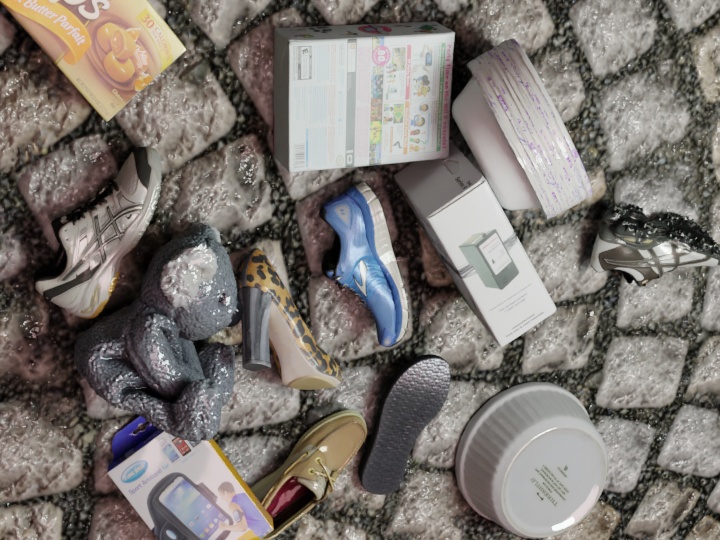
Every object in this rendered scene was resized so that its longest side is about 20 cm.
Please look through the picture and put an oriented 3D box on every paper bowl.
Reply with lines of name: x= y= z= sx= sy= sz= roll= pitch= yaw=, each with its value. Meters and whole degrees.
paper bowl: x=0.176 y=-0.151 z=1.600 sx=0.103 sy=0.201 sz=0.202 roll=-29 pitch=119 yaw=5

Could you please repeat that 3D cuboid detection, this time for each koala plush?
koala plush: x=-0.202 y=0.049 z=1.533 sx=0.182 sy=0.178 sz=0.202 roll=22 pitch=104 yaw=-4

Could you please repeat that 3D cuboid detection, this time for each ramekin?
ramekin: x=0.232 y=0.255 z=1.835 sx=0.199 sy=0.094 sz=0.205 roll=-8 pitch=112 yaw=-21

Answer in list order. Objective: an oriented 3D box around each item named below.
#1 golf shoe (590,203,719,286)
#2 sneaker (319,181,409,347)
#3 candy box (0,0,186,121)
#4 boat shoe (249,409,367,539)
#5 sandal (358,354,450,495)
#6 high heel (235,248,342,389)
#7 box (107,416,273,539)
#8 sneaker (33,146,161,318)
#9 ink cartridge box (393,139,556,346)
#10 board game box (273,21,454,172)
golf shoe: x=0.380 y=-0.024 z=1.818 sx=0.197 sy=0.078 sz=0.095 roll=12 pitch=122 yaw=-25
sneaker: x=0.000 y=0.000 z=1.661 sx=0.088 sy=0.079 sz=0.203 roll=-19 pitch=109 yaw=-4
candy box: x=-0.285 y=-0.267 z=1.440 sx=0.115 sy=0.055 sz=0.200 roll=-42 pitch=119 yaw=-4
boat shoe: x=-0.063 y=0.256 z=1.725 sx=0.200 sy=0.066 sz=0.074 roll=-44 pitch=120 yaw=-2
sandal: x=0.047 y=0.187 z=1.767 sx=0.075 sy=0.043 sz=0.202 roll=19 pitch=110 yaw=-20
high heel: x=-0.076 y=0.061 z=1.661 sx=0.199 sy=0.071 sz=0.145 roll=27 pitch=56 yaw=-55
box: x=-0.205 y=0.256 z=1.649 sx=0.118 sy=0.041 sz=0.201 roll=-35 pitch=104 yaw=1
sneaker: x=-0.283 y=-0.048 z=1.512 sx=0.087 sy=0.076 sz=0.202 roll=25 pitch=95 yaw=-24
ink cartridge box: x=0.132 y=-0.034 z=1.654 sx=0.083 sy=0.146 sz=0.201 roll=-32 pitch=118 yaw=-1
board game box: x=0.003 y=-0.198 z=1.587 sx=0.197 sy=0.064 sz=0.150 roll=-6 pitch=112 yaw=-20
